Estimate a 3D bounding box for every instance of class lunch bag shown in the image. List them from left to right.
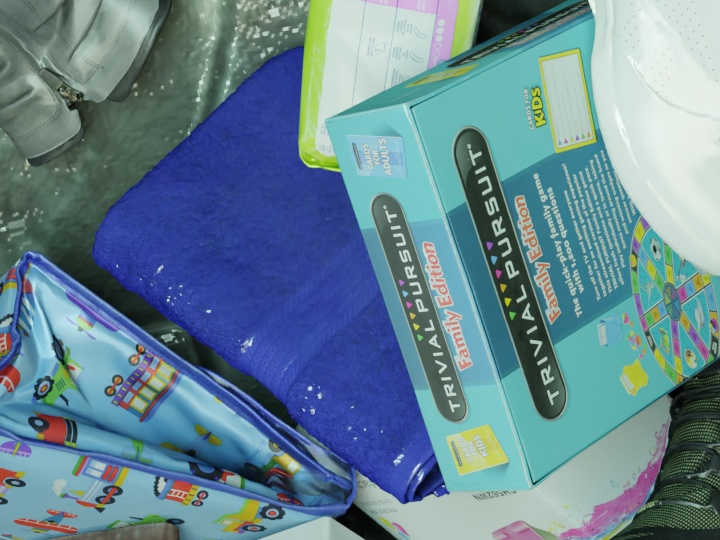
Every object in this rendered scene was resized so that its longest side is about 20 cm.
[{"bbox_3d":[-0.105,0.095,1.217,0.200,0.094,0.151,27,149,-17],"label":"lunch bag"}]

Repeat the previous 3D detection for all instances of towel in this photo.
[{"bbox_3d":[0.000,0.000,1.120,0.200,0.148,0.050,36,158,27],"label":"towel"}]

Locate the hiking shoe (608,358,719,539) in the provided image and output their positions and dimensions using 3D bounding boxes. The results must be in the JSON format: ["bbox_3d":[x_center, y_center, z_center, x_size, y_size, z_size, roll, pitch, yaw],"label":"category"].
[{"bbox_3d":[0.150,0.084,1.124,0.076,0.200,0.101,-28,85,48],"label":"hiking shoe"}]

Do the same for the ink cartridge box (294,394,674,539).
[{"bbox_3d":[0.089,0.101,1.205,0.200,0.085,0.144,39,154,-18],"label":"ink cartridge box"}]

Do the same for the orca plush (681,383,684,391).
[{"bbox_3d":[0.136,0.020,1.203,0.200,0.106,0.071,19,158,-28],"label":"orca plush"}]

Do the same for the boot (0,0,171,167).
[{"bbox_3d":[-0.134,-0.146,1.136,0.131,0.070,0.200,29,127,-16],"label":"boot"}]

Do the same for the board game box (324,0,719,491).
[{"bbox_3d":[0.088,-0.023,1.029,0.047,0.200,0.151,-7,106,46],"label":"board game box"}]

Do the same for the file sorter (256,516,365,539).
[{"bbox_3d":[-0.013,0.226,1.238,0.139,0.125,0.200,-21,142,29],"label":"file sorter"}]

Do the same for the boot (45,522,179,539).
[{"bbox_3d":[-0.095,0.187,1.134,0.200,0.167,0.072,-13,152,40],"label":"boot"}]

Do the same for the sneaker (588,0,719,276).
[{"bbox_3d":[0.134,-0.092,0.985,0.088,0.075,0.201,-8,105,49],"label":"sneaker"}]

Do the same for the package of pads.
[{"bbox_3d":[0.021,-0.151,1.067,0.068,0.155,0.201,9,118,0],"label":"package of pads"}]
